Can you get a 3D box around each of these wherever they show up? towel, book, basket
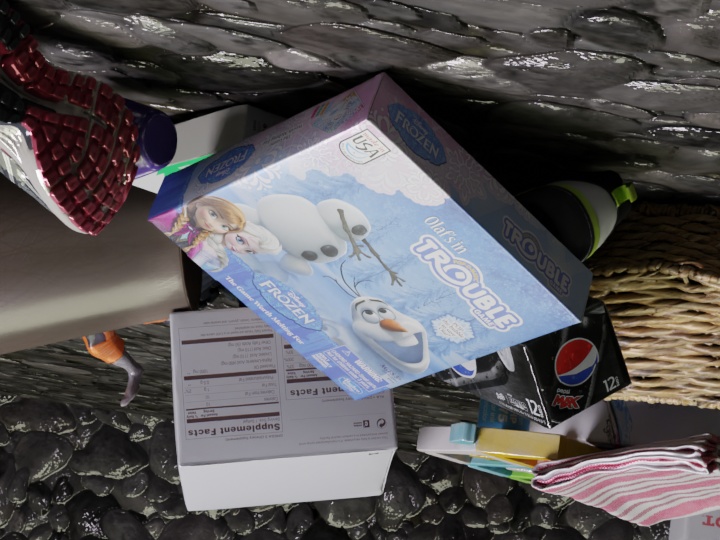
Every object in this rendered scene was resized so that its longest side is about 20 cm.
[{"bbox_3d":[0.233,0.162,1.686,0.145,0.030,0.200,-13,159,30],"label":"towel"},{"bbox_3d":[-0.041,-0.063,1.528,0.199,0.049,0.133,17,161,-38],"label":"book"},{"bbox_3d":[0.232,-0.003,1.559,0.198,0.150,0.143,3,136,29],"label":"basket"},{"bbox_3d":[-0.217,-0.023,1.599,0.198,0.182,0.136,-3,170,4],"label":"basket"}]

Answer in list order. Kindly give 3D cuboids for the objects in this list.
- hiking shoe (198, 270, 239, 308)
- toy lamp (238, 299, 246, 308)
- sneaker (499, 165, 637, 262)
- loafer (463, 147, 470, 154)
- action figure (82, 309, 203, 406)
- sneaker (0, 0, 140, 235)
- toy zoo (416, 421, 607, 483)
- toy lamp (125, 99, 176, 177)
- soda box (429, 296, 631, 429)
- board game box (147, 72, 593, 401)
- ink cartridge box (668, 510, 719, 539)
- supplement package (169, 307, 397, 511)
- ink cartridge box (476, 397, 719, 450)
[{"bbox_3d":[-0.111,-0.025,1.763,0.087,0.074,0.200,51,-163,11],"label":"hiking shoe"},{"bbox_3d":[-0.044,0.016,1.773,0.058,0.059,0.200,6,-176,13],"label":"toy lamp"},{"bbox_3d":[0.105,-0.026,1.470,0.083,0.072,0.199,-30,-166,-33],"label":"sneaker"},{"bbox_3d":[-0.004,-0.031,1.467,0.072,0.073,0.200,23,139,-16],"label":"loafer"},{"bbox_3d":[-0.225,0.012,1.773,0.194,0.105,0.200,47,144,-11],"label":"action figure"},{"bbox_3d":[-0.201,-0.097,1.322,0.074,0.081,0.200,10,151,40],"label":"sneaker"},{"bbox_3d":[0.135,0.145,1.745,0.130,0.021,0.199,1,167,37],"label":"toy zoo"},{"bbox_3d":[-0.202,-0.084,1.456,0.199,0.059,0.058,3,169,39],"label":"toy lamp"},{"bbox_3d":[0.093,0.043,1.520,0.070,0.064,0.200,-26,-159,-21],"label":"soda box"},{"bbox_3d":[0.005,-0.014,1.392,0.198,0.044,0.200,-23,127,40],"label":"board game box"},{"bbox_3d":[0.343,0.141,1.884,0.144,0.202,0.083,8,171,1],"label":"ink cartridge box"},{"bbox_3d":[-0.058,0.102,1.653,0.154,0.112,0.200,-5,165,-4],"label":"supplement package"},{"bbox_3d":[0.213,0.074,1.767,0.198,0.147,0.147,4,169,24],"label":"ink cartridge box"}]
